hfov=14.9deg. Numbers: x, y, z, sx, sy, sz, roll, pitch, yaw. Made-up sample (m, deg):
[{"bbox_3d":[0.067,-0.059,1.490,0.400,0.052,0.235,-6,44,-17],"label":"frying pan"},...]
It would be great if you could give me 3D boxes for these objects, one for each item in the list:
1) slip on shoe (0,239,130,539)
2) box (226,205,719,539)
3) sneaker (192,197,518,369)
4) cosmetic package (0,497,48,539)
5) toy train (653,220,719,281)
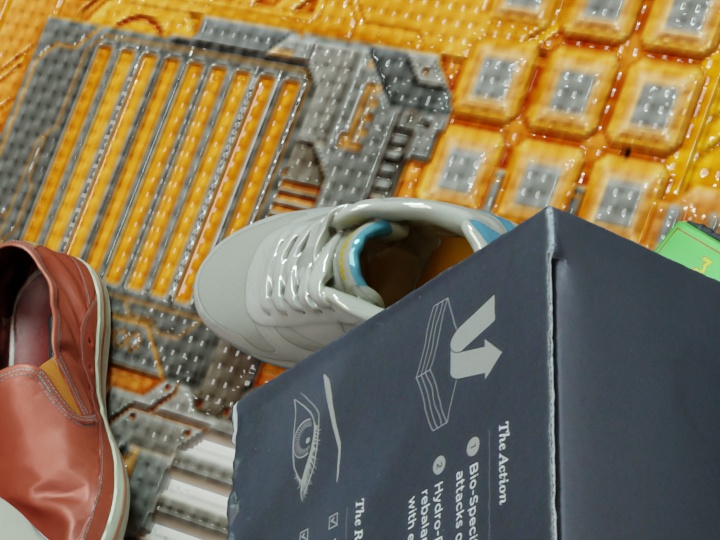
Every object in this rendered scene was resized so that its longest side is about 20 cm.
[{"bbox_3d":[-0.150,0.071,1.263,0.074,0.061,0.201,-26,50,26],"label":"slip on shoe"},{"bbox_3d":[0.049,0.115,1.019,0.200,0.117,0.197,-33,45,44],"label":"box"},{"bbox_3d":[0.000,0.000,1.177,0.199,0.081,0.077,-1,71,39],"label":"sneaker"},{"bbox_3d":[-0.184,0.192,1.171,0.105,0.071,0.201,34,126,37],"label":"cosmetic package"},{"bbox_3d":[0.178,0.040,1.048,0.056,0.042,0.200,-51,48,-6],"label":"toy train"}]
